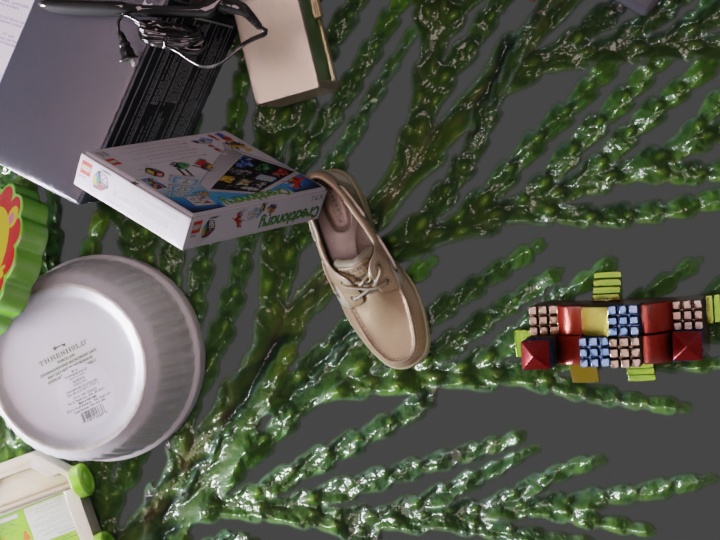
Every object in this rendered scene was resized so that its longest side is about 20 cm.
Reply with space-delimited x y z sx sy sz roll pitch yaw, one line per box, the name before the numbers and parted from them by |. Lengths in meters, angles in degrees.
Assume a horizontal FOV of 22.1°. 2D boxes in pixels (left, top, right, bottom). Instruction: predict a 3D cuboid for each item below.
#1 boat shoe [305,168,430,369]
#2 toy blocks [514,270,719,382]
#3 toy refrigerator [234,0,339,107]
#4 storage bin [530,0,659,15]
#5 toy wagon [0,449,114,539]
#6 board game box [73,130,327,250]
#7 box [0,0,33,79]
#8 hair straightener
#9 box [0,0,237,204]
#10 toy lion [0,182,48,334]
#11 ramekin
boat shoe | 0.000 0.000 1.683 0.072 0.065 0.200 -25 87 14
toy blocks | 0.222 0.054 1.593 0.200 0.137 0.100 -3 92 14
toy refrigerator | -0.077 -0.255 1.684 0.070 0.076 0.200 -14 89 15
storage bin | 0.203 -0.277 1.557 0.134 0.200 0.146 35 101 1
toy wagon | -0.312 0.280 1.793 0.155 0.040 0.200 -20 89 15
board game box | -0.135 -0.073 1.600 0.126 0.200 0.035 31 114 26
box | -0.360 -0.259 1.776 0.119 0.041 0.200 19 95 13
hair straightener | -0.175 -0.206 1.532 0.200 0.041 0.077 12 95 9
box | -0.225 -0.174 1.663 0.123 0.198 0.200 27 99 11
toy lion | -0.358 0.007 1.718 0.200 0.069 0.192 -63 34 10
ramekin | -0.255 0.086 1.734 0.200 0.105 0.201 1 93 14
